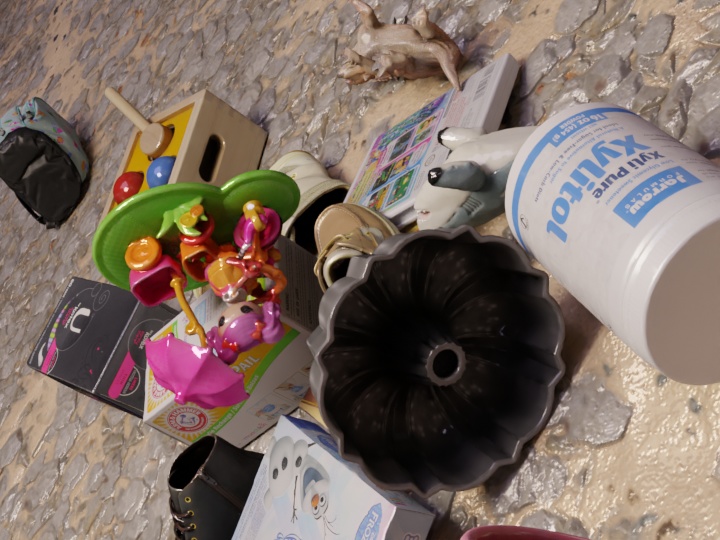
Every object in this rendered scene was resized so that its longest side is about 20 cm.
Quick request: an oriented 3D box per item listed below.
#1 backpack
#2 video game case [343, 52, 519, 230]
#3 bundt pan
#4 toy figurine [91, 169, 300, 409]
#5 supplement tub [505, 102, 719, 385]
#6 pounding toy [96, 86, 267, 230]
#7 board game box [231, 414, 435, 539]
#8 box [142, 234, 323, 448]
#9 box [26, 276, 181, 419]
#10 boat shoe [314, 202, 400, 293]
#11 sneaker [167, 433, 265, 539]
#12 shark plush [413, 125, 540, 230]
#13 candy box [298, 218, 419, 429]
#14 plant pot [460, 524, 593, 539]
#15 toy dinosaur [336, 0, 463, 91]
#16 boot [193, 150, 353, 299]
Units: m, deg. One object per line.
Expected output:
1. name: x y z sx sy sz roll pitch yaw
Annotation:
1. backpack: -0.493 -0.176 1.900 0.126 0.167 0.200 -34 31 -1
2. video game case: 0.057 -0.104 1.160 0.182 0.024 0.200 -30 24 36
3. bundt pan: 0.049 0.061 0.926 0.202 0.202 0.076 -59 24 -3
4. toy figurine: -0.123 0.030 1.085 0.199 0.150 0.184 -24 54 5
5. supplement tub: 0.197 -0.025 0.859 0.132 0.132 0.200 -52 32 8
6. pounding toy: -0.233 -0.133 1.508 0.184 0.142 0.201 -17 50 45
7. board game box: -0.042 0.243 0.994 0.199 0.043 0.201 28 97 58
8. box: -0.109 0.078 1.201 0.200 0.101 0.113 -37 37 28
9. box: -0.274 0.089 1.407 0.200 0.106 0.123 7 69 54
10. boat shoe: 0.000 0.000 1.035 0.074 0.066 0.200 -56 37 18
11. sneaker: -0.151 0.240 1.114 0.200 0.106 0.075 -58 33 -1
12. shark plush: 0.139 -0.076 1.001 0.199 0.084 0.091 -14 26 3
13. candy box: 0.040 0.061 1.061 0.200 0.056 0.117 -57 33 -2
14. plant pot: 0.127 0.255 0.673 0.200 0.200 0.180 17 92 57
15. toy dinosaur: 0.049 -0.222 1.262 0.200 0.135 0.086 21 92 37
16. boot: -0.091 -0.026 1.285 0.200 0.072 0.155 -52 27 1
